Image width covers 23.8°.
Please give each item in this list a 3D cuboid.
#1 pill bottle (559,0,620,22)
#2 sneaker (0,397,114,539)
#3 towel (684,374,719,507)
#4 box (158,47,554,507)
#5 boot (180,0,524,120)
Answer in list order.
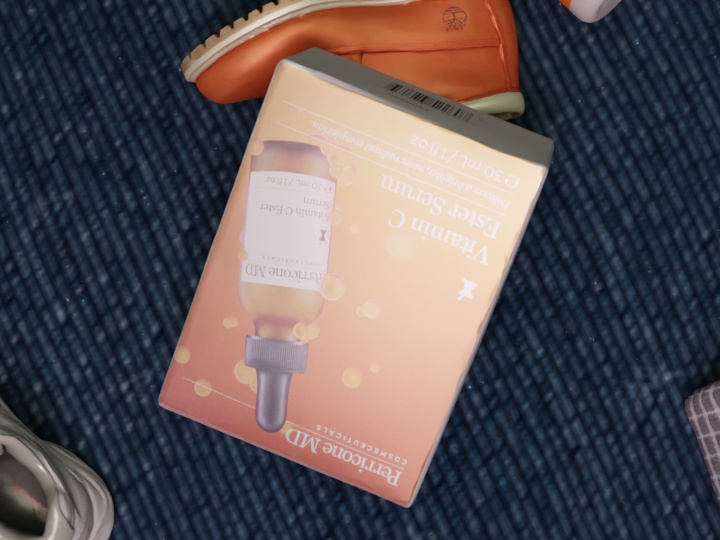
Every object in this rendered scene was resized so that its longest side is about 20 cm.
[{"bbox_3d":[0.096,-0.249,0.990,0.200,0.114,0.114,43,85,7],"label":"pill bottle"},{"bbox_3d":[-0.228,0.094,0.956,0.200,0.099,0.078,31,84,5],"label":"sneaker"},{"bbox_3d":[0.243,0.137,0.913,0.085,0.166,0.201,-16,82,5],"label":"towel"},{"bbox_3d":[0.000,0.000,0.932,0.152,0.106,0.201,21,103,4],"label":"box"},{"bbox_3d":[-0.001,-0.113,0.997,0.199,0.075,0.108,-13,87,-2],"label":"boot"}]
